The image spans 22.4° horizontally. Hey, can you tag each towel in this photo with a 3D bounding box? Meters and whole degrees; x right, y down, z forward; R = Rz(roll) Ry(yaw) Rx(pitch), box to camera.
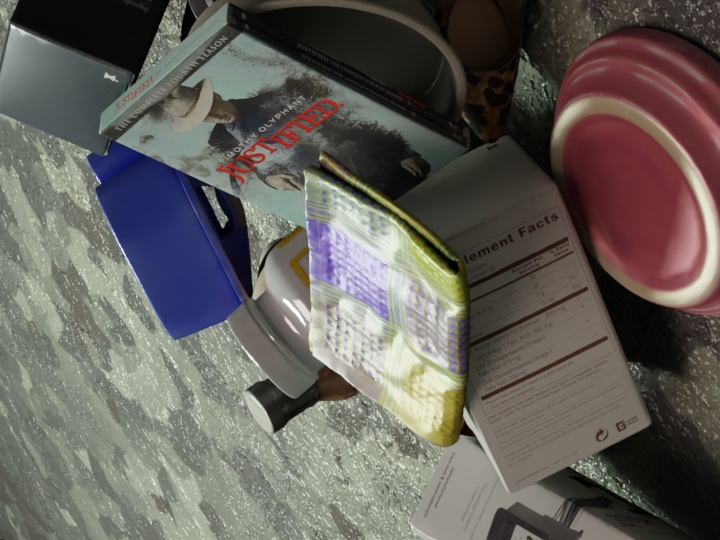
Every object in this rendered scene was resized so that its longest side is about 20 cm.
[{"bbox_3d":[0.015,0.026,1.210,0.143,0.023,0.201,38,149,25],"label":"towel"}]

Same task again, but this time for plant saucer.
[{"bbox_3d":[0.190,-0.054,1.165,0.200,0.051,0.201,40,148,31],"label":"plant saucer"}]

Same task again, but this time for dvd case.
[{"bbox_3d":[-0.049,-0.091,1.188,0.199,0.022,0.146,26,139,-32],"label":"dvd case"}]

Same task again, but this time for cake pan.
[{"bbox_3d":[-0.030,-0.126,1.192,0.201,0.199,0.037,108,162,-57],"label":"cake pan"}]

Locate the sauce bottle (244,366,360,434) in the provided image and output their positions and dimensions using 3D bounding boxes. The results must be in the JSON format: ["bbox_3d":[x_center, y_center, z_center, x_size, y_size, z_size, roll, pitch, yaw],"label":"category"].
[{"bbox_3d":[-0.001,0.060,1.445,0.065,0.199,0.065,49,159,25],"label":"sauce bottle"}]

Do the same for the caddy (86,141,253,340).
[{"bbox_3d":[-0.151,-0.040,1.559,0.201,0.104,0.142,65,178,-32],"label":"caddy"}]

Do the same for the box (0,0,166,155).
[{"bbox_3d":[-0.212,-0.224,1.492,0.106,0.201,0.149,22,153,-8],"label":"box"}]

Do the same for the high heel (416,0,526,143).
[{"bbox_3d":[0.095,-0.169,1.179,0.142,0.071,0.201,24,129,58],"label":"high heel"}]

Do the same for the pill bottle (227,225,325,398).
[{"bbox_3d":[0.000,0.000,1.360,0.112,0.200,0.112,48,-176,-5],"label":"pill bottle"}]

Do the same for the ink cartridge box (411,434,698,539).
[{"bbox_3d":[0.161,0.205,1.346,0.199,0.084,0.145,27,-175,32],"label":"ink cartridge box"}]

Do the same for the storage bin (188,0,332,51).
[{"bbox_3d":[-0.018,-0.255,1.190,0.134,0.145,0.201,-29,54,54],"label":"storage bin"}]

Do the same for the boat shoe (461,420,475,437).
[{"bbox_3d":[0.117,0.107,1.439,0.074,0.069,0.200,48,152,19],"label":"boat shoe"}]

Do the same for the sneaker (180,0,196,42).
[{"bbox_3d":[-0.074,-0.189,1.460,0.199,0.070,0.076,21,116,38],"label":"sneaker"}]

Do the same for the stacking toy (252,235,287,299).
[{"bbox_3d":[-0.043,0.014,1.592,0.147,0.145,0.200,68,170,-18],"label":"stacking toy"}]

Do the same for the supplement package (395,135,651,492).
[{"bbox_3d":[0.104,0.029,1.271,0.117,0.117,0.201,-118,3,-66],"label":"supplement package"}]
